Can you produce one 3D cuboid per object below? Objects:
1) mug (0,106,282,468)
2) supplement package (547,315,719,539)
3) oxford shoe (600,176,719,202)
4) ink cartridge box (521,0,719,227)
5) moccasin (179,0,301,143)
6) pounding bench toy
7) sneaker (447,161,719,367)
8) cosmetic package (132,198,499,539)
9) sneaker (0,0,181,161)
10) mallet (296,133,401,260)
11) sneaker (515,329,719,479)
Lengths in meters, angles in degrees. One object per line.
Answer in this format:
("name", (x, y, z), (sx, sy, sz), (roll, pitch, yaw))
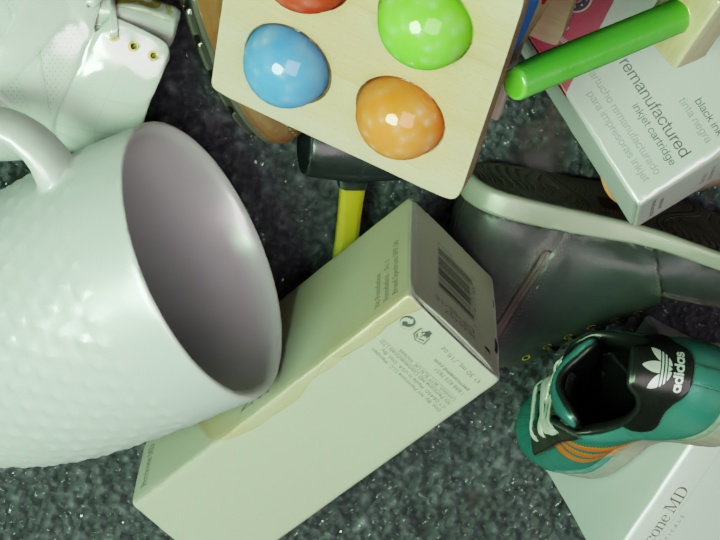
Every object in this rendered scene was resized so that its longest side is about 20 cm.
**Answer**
("mug", (-0.163, 0.005, 0.811), (0.175, 0.148, 0.200), (-22, 120, 20))
("supplement package", (0.236, 0.137, 0.968), (0.200, 0.120, 0.121), (25, 106, -20))
("oxford shoe", (0.226, -0.089, 0.887), (0.200, 0.073, 0.071), (-27, 111, -7))
("ink cartridge box", (0.188, -0.139, 0.830), (0.200, 0.084, 0.145), (-32, 80, 3))
("moccasin", (-0.056, -0.157, 0.810), (0.078, 0.074, 0.202), (-16, 116, -4))
("pounding bench toy", (0.056, -0.117, 0.706), (0.200, 0.156, 0.124), (25, 140, 9))
("sneaker", (0.140, 0.010, 0.929), (0.199, 0.075, 0.106), (14, 114, -7))
("cosmetic package", (-0.023, 0.064, 0.868), (0.200, 0.104, 0.073), (-38, 113, 21))
("sneaker", (-0.147, -0.148, 0.801), (0.115, 0.074, 0.200), (-2, 122, -13))
("mallet", (0.000, 0.000, 0.912), (0.066, 0.041, 0.201), (-7, 118, -11))
("sneaker", (0.129, 0.068, 0.891), (0.080, 0.200, 0.072), (16, 70, -21))
